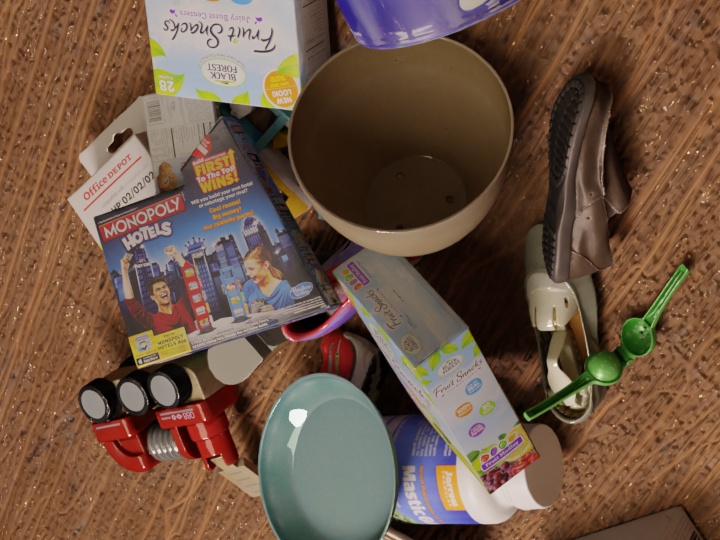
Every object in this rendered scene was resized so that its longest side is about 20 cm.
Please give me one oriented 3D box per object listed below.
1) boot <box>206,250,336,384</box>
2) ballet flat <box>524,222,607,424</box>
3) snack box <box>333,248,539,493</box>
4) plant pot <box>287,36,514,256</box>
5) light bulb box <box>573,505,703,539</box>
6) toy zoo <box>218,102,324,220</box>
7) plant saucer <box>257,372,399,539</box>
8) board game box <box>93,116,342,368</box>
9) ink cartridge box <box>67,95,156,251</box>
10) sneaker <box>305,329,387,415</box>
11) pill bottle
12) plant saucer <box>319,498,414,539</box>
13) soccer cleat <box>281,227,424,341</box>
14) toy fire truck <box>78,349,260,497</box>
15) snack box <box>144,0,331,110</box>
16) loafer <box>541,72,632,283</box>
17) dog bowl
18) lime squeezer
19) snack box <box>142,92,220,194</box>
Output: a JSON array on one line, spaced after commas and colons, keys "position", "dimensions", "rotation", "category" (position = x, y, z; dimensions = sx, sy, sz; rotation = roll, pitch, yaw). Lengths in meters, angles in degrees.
[{"position": [-0.072, 0.039, 1.809], "dimensions": [0.199, 0.075, 0.074], "rotation": [-37, 88, 25], "category": "boot"}, {"position": [0.190, 0.054, 1.645], "dimensions": [0.067, 0.064, 0.202], "rotation": [1, 120, 32], "category": "ballet flat"}, {"position": [0.071, 0.088, 1.642], "dimensions": [0.169, 0.067, 0.201], "rotation": [49, 171, 48], "category": "snack box"}, {"position": [0.042, -0.092, 1.574], "dimensions": [0.198, 0.202, 0.135], "rotation": [22, 159, 18], "category": "plant pot"}, {"position": [0.280, 0.372, 1.763], "dimensions": [0.197, 0.125, 0.201], "rotation": [-26, 103, 41], "category": "light bulb box"}, {"position": [-0.103, -0.123, 1.739], "dimensions": [0.200, 0.020, 0.131], "rotation": [46, 133, -2], "category": "toy zoo"}, {"position": [-0.025, 0.204, 1.773], "dimensions": [0.199, 0.036, 0.203], "rotation": [-1, 89, 45], "category": "plant saucer"}, {"position": [-0.141, -0.033, 1.660], "dimensions": [0.198, 0.062, 0.202], "rotation": [-17, 87, 11], "category": "board game box"}, {"position": [-0.215, -0.063, 1.779], "dimensions": [0.115, 0.068, 0.201], "rotation": [-39, 84, 27], "category": "ink cartridge box"}, {"position": [-0.032, 0.146, 1.852], "dimensions": [0.084, 0.077, 0.202], "rotation": [30, 122, 19], "category": "sneaker"}, {"position": [0.100, 0.200, 1.770], "dimensions": [0.198, 0.112, 0.113], "rotation": [-6, 117, 36], "category": "pill bottle"}, {"position": [0.025, 0.295, 1.865], "dimensions": [0.198, 0.030, 0.200], "rotation": [28, 168, 7], "category": "plant saucer"}, {"position": [0.000, 0.000, 1.696], "dimensions": [0.200, 0.073, 0.068], "rotation": [-42, 91, 24], "category": "soccer cleat"}, {"position": [-0.192, 0.186, 1.958], "dimensions": [0.175, 0.128, 0.202], "rotation": [-13, 103, 38], "category": "toy fire truck"}, {"position": [-0.116, -0.257, 1.611], "dimensions": [0.167, 0.068, 0.202], "rotation": [9, 118, 28], "category": "snack box"}, {"position": [0.204, -0.083, 1.550], "dimensions": [0.070, 0.073, 0.202], "rotation": [-2, 125, -7], "category": "loafer"}, {"position": [0.069, -0.260, 1.412], "dimensions": [0.198, 0.200, 0.079], "rotation": [-8, 119, 36], "category": "dog bowl"}, {"position": [0.236, 0.076, 1.611], "dimensions": [0.200, 0.071, 0.038], "rotation": [-43, 80, 8], "category": "lime squeezer"}, {"position": [-0.163, -0.076, 1.707], "dimensions": [0.071, 0.024, 0.203], "rotation": [-8, 90, 10], "category": "snack box"}]
